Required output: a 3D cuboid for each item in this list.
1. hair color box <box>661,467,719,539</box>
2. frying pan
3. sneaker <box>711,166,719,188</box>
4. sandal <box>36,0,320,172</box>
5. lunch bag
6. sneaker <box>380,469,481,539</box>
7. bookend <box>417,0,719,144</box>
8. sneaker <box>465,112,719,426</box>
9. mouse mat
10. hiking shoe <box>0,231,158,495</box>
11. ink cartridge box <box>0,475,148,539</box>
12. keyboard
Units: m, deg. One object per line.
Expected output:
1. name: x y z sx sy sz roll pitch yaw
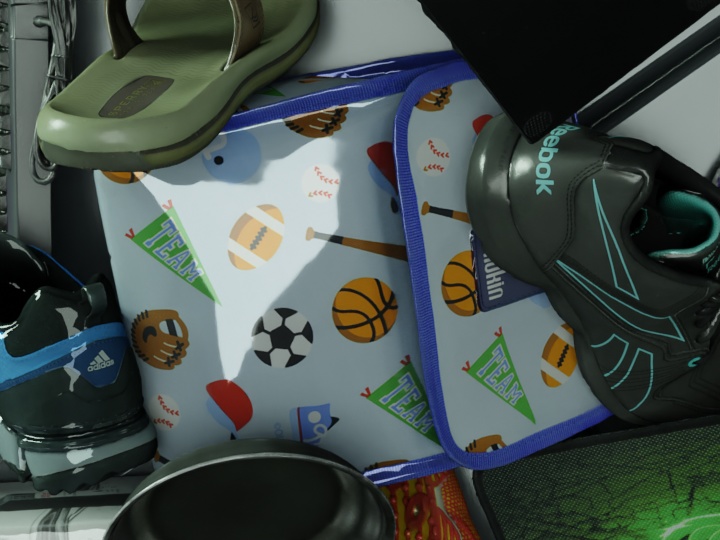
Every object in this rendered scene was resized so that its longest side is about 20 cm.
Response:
1. hair color box: 0.228 0.066 0.860 0.111 0.064 0.200 38 126 -2
2. frying pan: -0.058 0.125 0.844 0.115 0.031 0.190 9 136 -22
3. sneaker: 0.233 -0.049 0.873 0.200 0.088 0.081 -28 96 7
4. sandal: -0.068 -0.098 0.829 0.080 0.201 0.058 -2 115 14
5. lunch bag: 0.000 0.000 0.876 0.199 0.124 0.171 -10 101 -5
6. sneaker: 0.049 0.171 0.907 0.073 0.077 0.201 -36 61 43
7. bookend: 0.014 -0.183 0.760 0.092 0.199 0.200 -37 50 7
8. sneaker: 0.118 0.008 0.843 0.079 0.200 0.076 0 62 38
9. mouse mat: 0.158 0.130 0.883 0.199 0.008 0.161 -13 112 27
10. hiking shoe: -0.150 0.020 0.869 0.200 0.074 0.087 17 116 44
11. ink cartridge box: -0.106 0.168 0.920 0.199 0.084 0.145 -3 97 4
12. keyboard: -0.141 -0.103 0.873 0.021 0.127 0.201 -4 98 -26
